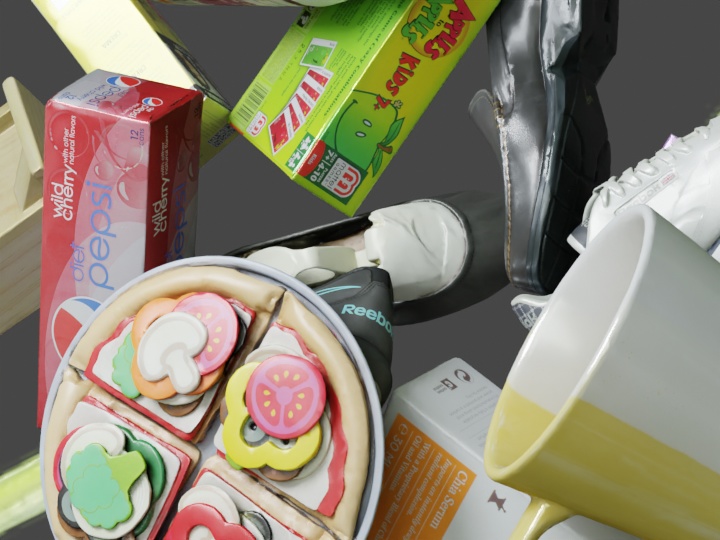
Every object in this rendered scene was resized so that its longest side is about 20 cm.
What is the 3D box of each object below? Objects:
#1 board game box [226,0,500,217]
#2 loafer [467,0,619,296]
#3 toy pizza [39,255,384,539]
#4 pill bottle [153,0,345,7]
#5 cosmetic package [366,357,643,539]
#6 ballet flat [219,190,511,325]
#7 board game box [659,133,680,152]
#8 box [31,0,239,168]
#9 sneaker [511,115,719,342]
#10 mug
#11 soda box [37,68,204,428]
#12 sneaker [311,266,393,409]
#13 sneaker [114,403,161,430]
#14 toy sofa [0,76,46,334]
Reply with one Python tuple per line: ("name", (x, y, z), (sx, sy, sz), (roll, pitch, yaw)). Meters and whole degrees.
("board game box", (0.016, -0.138, 1.377), (0.201, 0.047, 0.102), (-56, 33, 4))
("loafer", (0.094, -0.083, 1.362), (0.072, 0.073, 0.201), (-1, 72, 28))
("toy pizza", (-0.082, 0.092, 1.268), (0.199, 0.032, 0.202), (-3, 84, 24))
("pill bottle", (-0.048, -0.201, 1.358), (0.199, 0.114, 0.115), (7, 84, 49))
("cosmetic package", (0.089, 0.149, 1.305), (0.200, 0.071, 0.102), (37, 120, 19))
("ballet flat", (0.000, 0.000, 1.377), (0.199, 0.068, 0.068), (-15, 77, 16))
("board game box", (0.163, 0.042, 1.336), (0.120, 0.032, 0.201), (33, 93, 17))
("box", (-0.149, -0.149, 1.449), (0.050, 0.075, 0.200), (-41, 70, 7))
("sneaker", (0.163, -0.032, 1.286), (0.080, 0.076, 0.200), (37, 93, 6))
("mug", (0.152, 0.083, 1.213), (0.153, 0.150, 0.187), (29, 117, -9))
("soda box", (-0.134, -0.004, 1.382), (0.070, 0.063, 0.201), (14, 115, 21))
("sneaker", (-0.038, 0.064, 1.357), (0.200, 0.075, 0.080), (-34, 33, 48))
("sneaker", (-0.061, 0.143, 1.344), (0.071, 0.080, 0.200), (-40, 95, 14))
("toy sofa", (-0.242, -0.011, 1.465), (0.199, 0.098, 0.083), (-35, 48, 11))
